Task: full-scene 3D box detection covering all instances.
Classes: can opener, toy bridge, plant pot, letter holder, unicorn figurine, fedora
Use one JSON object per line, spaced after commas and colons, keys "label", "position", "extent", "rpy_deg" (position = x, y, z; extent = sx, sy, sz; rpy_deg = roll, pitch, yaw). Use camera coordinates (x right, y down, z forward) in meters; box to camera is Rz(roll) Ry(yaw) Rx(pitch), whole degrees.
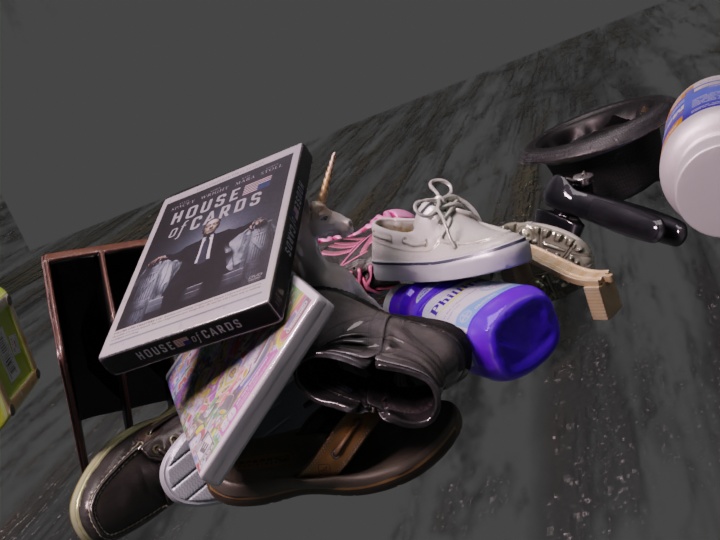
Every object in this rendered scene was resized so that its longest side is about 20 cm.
{"label": "can opener", "position": [0.254, -0.056, 0.832], "extent": [0.062, 0.080, 0.199], "rpy_deg": [-5, 14, -26]}
{"label": "toy bridge", "position": [0.145, 0.009, 0.746], "extent": [0.027, 0.068, 0.198], "rpy_deg": [-33, 17, -35]}
{"label": "plant pot", "position": [-0.572, 0.137, 1.135], "extent": [0.178, 0.204, 0.199], "rpy_deg": [-15, 15, 0]}
{"label": "letter holder", "position": [-0.214, 0.100, 0.732], "extent": [0.099, 0.203, 0.143], "rpy_deg": [-10, 40, -19]}
{"label": "unicorn figurine", "position": [-0.023, 0.022, 0.724], "extent": [0.074, 0.136, 0.201], "rpy_deg": [-52, -3, -45]}
{"label": "fedora", "position": [0.284, -0.130, 0.952], "extent": [0.197, 0.093, 0.201], "rpy_deg": [-23, 13, 5]}

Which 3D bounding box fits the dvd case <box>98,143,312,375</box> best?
{"label": "dvd case", "position": [-0.115, -0.016, 0.651], "extent": [0.148, 0.025, 0.202], "rpy_deg": [-19, 37, 19]}

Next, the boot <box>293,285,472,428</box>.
{"label": "boot", "position": [-0.021, 0.059, 0.607], "extent": [0.196, 0.071, 0.131], "rpy_deg": [4, 9, 22]}

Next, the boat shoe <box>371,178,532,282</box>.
{"label": "boat shoe", "position": [0.073, -0.039, 0.742], "extent": [0.073, 0.088, 0.201], "rpy_deg": [-14, 7, -29]}

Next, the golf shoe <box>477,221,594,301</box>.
{"label": "golf shoe", "position": [0.166, -0.022, 0.815], "extent": [0.096, 0.080, 0.199], "rpy_deg": [-25, 15, -30]}

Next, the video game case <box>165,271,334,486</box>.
{"label": "video game case", "position": [-0.094, 0.059, 0.629], "extent": [0.145, 0.018, 0.200], "rpy_deg": [-57, 23, -1]}

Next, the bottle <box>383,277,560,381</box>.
{"label": "bottle", "position": [0.086, 0.043, 0.722], "extent": [0.083, 0.066, 0.199], "rpy_deg": [-30, 17, -21]}

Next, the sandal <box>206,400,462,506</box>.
{"label": "sandal", "position": [-0.022, 0.123, 0.605], "extent": [0.196, 0.056, 0.082], "rpy_deg": [-8, 22, 5]}

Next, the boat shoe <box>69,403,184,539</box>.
{"label": "boat shoe", "position": [-0.158, 0.155, 0.698], "extent": [0.065, 0.073, 0.200], "rpy_deg": [-18, 12, 36]}

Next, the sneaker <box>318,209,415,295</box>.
{"label": "sneaker", "position": [0.000, 0.000, 0.871], "extent": [0.198, 0.080, 0.095], "rpy_deg": [-30, 29, -18]}

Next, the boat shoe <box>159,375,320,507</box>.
{"label": "boat shoe", "position": [-0.079, 0.135, 0.689], "extent": [0.198, 0.073, 0.062], "rpy_deg": [-27, -7, -30]}

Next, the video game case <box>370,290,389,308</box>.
{"label": "video game case", "position": [-0.032, 0.050, 0.932], "extent": [0.141, 0.018, 0.200], "rpy_deg": [-26, 16, -10]}

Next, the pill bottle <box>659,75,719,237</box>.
{"label": "pill bottle", "position": [0.338, -0.107, 0.761], "extent": [0.110, 0.114, 0.200], "rpy_deg": [-14, 18, 28]}
